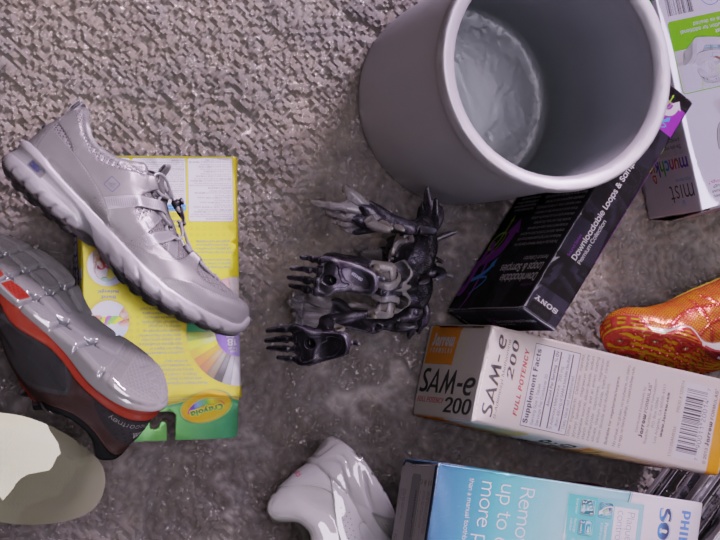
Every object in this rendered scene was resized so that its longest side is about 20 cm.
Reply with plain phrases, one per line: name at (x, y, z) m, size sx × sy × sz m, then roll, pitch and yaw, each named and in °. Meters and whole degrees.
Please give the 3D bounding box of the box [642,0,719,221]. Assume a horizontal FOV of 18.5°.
box at (0.310, -0.146, 1.698) m, size 0.199 × 0.097 × 0.177 m, roll -14°, pitch 92°, yaw -19°

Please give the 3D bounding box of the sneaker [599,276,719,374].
sneaker at (0.272, 0.038, 1.701) m, size 0.199 × 0.073 × 0.077 m, roll 0°, pitch 65°, yaw -22°

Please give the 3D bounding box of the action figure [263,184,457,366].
action figure at (0.000, 0.000, 1.576) m, size 0.102 × 0.200 × 0.119 m, roll 18°, pitch 109°, yaw 19°

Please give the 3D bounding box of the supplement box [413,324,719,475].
supplement box at (0.155, 0.095, 1.618) m, size 0.199 × 0.126 × 0.074 m, roll 14°, pitch 84°, yaw -17°

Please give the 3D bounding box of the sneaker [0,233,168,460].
sneaker at (-0.220, 0.054, 1.500) m, size 0.200 × 0.082 × 0.077 m, roll 44°, pitch 28°, yaw 25°

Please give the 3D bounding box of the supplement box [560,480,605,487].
supplement box at (0.142, 0.266, 1.625) m, size 0.110 × 0.086 × 0.201 m, roll -15°, pitch 92°, yaw -18°

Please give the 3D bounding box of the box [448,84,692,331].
box at (0.152, -0.044, 1.616) m, size 0.036 × 0.143 × 0.200 m, roll 37°, pitch 77°, yaw -14°

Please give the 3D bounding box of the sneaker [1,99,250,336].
sneaker at (-0.146, -0.034, 1.499) m, size 0.200 × 0.075 × 0.082 m, roll 42°, pitch 81°, yaw -7°

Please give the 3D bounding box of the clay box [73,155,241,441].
clay box at (-0.145, 0.020, 1.561) m, size 0.114 × 0.048 × 0.201 m, roll 0°, pitch 88°, yaw -15°

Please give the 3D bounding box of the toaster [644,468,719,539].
toaster at (0.294, 0.194, 1.630) m, size 0.119 × 0.181 × 0.200 m, roll 42°, pitch 76°, yaw -11°

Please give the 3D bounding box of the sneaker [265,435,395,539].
sneaker at (0.002, 0.224, 1.595) m, size 0.099 × 0.078 × 0.200 m, roll -36°, pitch 89°, yaw -10°

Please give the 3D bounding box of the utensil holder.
utensil holder at (0.103, -0.133, 1.574) m, size 0.169 × 0.200 × 0.171 m, roll 1°, pitch 87°, yaw -18°

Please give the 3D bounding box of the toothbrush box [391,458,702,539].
toothbrush box at (0.124, 0.217, 1.533) m, size 0.199 × 0.085 × 0.147 m, roll 11°, pitch 85°, yaw -16°

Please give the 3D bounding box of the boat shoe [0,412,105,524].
boat shoe at (-0.275, 0.130, 1.504) m, size 0.201 × 0.063 × 0.074 m, roll 8°, pitch 86°, yaw -16°
